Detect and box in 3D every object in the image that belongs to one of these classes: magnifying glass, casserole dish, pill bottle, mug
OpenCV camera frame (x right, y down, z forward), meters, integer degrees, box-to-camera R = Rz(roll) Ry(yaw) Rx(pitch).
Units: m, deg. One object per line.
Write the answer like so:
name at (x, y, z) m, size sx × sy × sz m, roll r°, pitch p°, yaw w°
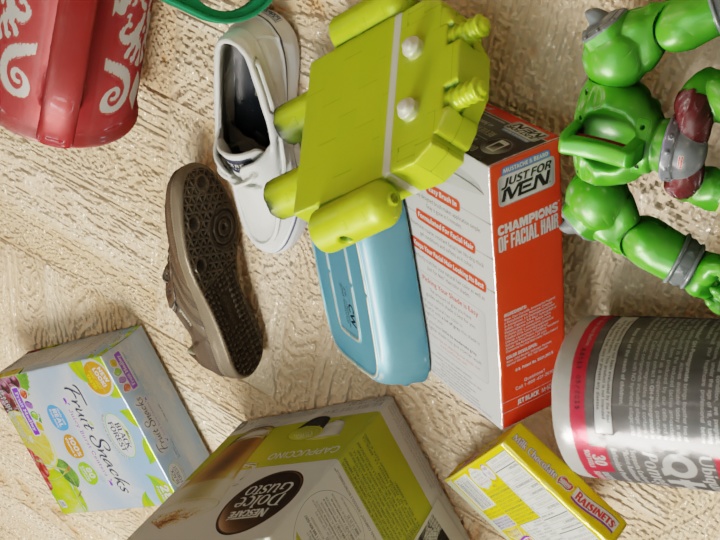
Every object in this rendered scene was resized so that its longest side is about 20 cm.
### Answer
magnifying glass at (-0.145, -0.206, 0.815) m, size 0.022 × 0.197 × 0.081 m, roll 25°, pitch 120°, yaw 59°
casserole dish at (0.000, 0.000, 0.897) m, size 0.121 × 0.038 × 0.203 m, roll 33°, pitch 139°, yaw 58°
pill bottle at (0.232, 0.086, 0.770) m, size 0.198 × 0.111 × 0.112 m, roll 0°, pitch 118°, yaw 36°
mug at (-0.201, -0.198, 0.889) m, size 0.178 × 0.132 × 0.202 m, roll 50°, pitch 135°, yaw 31°

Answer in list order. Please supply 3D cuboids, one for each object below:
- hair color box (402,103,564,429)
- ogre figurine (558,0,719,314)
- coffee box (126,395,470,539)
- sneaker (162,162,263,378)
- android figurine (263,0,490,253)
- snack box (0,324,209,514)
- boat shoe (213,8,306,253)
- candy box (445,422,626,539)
hair color box at (0.084, -0.007, 0.827) m, size 0.111 × 0.063 × 0.203 m, roll 37°, pitch 142°, yaw 50°
ogre figurine at (0.183, -0.081, 0.711) m, size 0.118 × 0.099 × 0.202 m, roll 11°, pitch 136°, yaw 17°
coffee box at (-0.046, 0.255, 1.023) m, size 0.198 × 0.198 × 0.202 m, roll -16°, pitch 108°, yaw 41°
sneaker at (-0.144, 0.004, 1.023) m, size 0.075 × 0.070 × 0.203 m, roll 7°, pitch 121°, yaw 34°
android figurine at (0.011, -0.103, 0.790) m, size 0.041 × 0.185 × 0.199 m, roll 25°, pitch 151°, yaw -36°
snack box at (-0.263, 0.155, 1.211) m, size 0.198 × 0.068 × 0.170 m, roll -15°, pitch 108°, yaw 39°
boat shoe at (-0.085, -0.096, 0.918) m, size 0.073 × 0.065 × 0.203 m, roll 14°, pitch 125°, yaw 29°
candy box at (0.125, 0.173, 0.903) m, size 0.102 × 0.026 × 0.200 m, roll 41°, pitch 162°, yaw 5°
